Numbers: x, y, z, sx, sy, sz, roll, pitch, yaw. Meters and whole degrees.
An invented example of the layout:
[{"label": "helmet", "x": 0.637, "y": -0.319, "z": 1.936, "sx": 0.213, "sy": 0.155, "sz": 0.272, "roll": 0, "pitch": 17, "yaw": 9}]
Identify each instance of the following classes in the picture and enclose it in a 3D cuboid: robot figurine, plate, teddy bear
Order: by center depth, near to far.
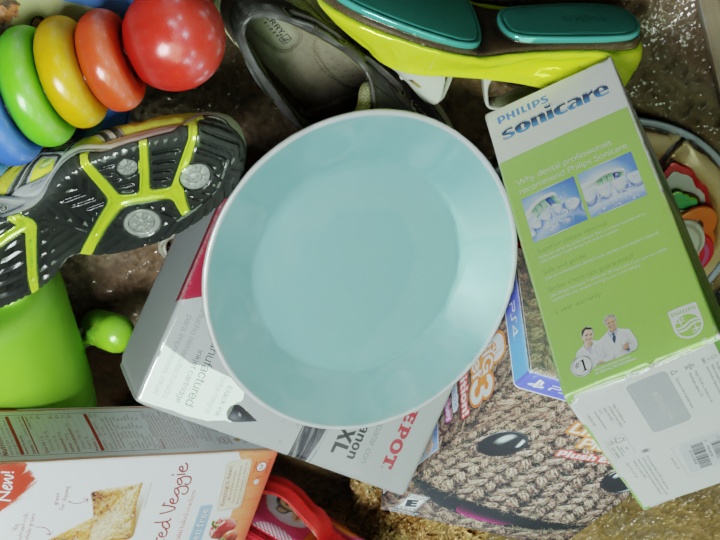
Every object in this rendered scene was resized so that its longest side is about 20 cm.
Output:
[{"label": "plate", "x": 0.000, "y": 0.000, "z": 0.744, "sx": 0.198, "sy": 0.026, "sz": 0.203, "roll": -8, "pitch": 113, "yaw": -18}, {"label": "robot figurine", "x": -0.241, "y": 0.061, "z": 0.821, "sx": 0.174, "sy": 0.116, "sz": 0.202, "roll": -27, "pitch": 135, "yaw": -24}, {"label": "teddy bear", "x": 0.043, "y": 0.205, "z": 1.006, "sx": 0.197, "sy": 0.067, "sz": 0.146, "roll": -7, "pitch": 129, "yaw": 1}]

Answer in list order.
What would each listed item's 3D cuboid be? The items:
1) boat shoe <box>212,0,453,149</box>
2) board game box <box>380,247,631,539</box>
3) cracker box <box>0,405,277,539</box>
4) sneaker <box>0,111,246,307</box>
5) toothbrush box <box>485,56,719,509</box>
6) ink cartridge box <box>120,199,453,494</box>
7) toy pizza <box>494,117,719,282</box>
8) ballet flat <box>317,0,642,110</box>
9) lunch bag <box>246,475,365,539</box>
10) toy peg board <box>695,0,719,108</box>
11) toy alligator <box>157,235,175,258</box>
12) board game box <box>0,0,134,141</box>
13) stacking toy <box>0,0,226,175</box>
[{"label": "boat shoe", "x": -0.011, "y": -0.099, "z": 0.738, "sx": 0.073, "sy": 0.065, "sz": 0.199, "roll": -39, "pitch": 125, "yaw": 24}, {"label": "board game box", "x": 0.126, "y": 0.098, "z": 0.873, "sx": 0.158, "sy": 0.098, "sz": 0.200, "roll": 16, "pitch": 139, "yaw": -22}, {"label": "cracker box", "x": -0.167, "y": 0.160, "z": 0.823, "sx": 0.198, "sy": 0.058, "sz": 0.135, "roll": 3, "pitch": 120, "yaw": -35}, {"label": "sneaker", "x": -0.158, "y": -0.050, "z": 0.696, "sx": 0.198, "sy": 0.077, "sz": 0.076, "roll": -20, "pitch": 135, "yaw": 10}, {"label": "toothbrush box", "x": 0.150, "y": 0.008, "z": 0.701, "sx": 0.085, "sy": 0.201, "sz": 0.146, "roll": -24, "pitch": 138, "yaw": 15}, {"label": "ink cartridge box", "x": -0.034, "y": 0.040, "z": 0.809, "sx": 0.198, "sy": 0.083, "sz": 0.147, "roll": 22, "pitch": 95, "yaw": -22}, {"label": "toy pizza", "x": 0.163, "y": -0.016, "z": 0.849, "sx": 0.197, "sy": 0.032, "sz": 0.202, "roll": -2, "pitch": 131, "yaw": -3}, {"label": "ballet flat", "x": 0.067, "y": -0.126, "z": 0.724, "sx": 0.197, "sy": 0.067, "sz": 0.067, "roll": 5, "pitch": 133, "yaw": -12}, {"label": "lunch bag", "x": -0.073, "y": 0.233, "z": 0.966, "sx": 0.198, "sy": 0.082, "sz": 0.177, "roll": 27, "pitch": 127, "yaw": 10}, {"label": "toy peg board", "x": 0.300, "y": -0.154, "z": 0.699, "sx": 0.197, "sy": 0.098, "sz": 0.201, "roll": -19, "pitch": 129, "yaw": 11}, {"label": "toy alligator", "x": -0.087, "y": 0.055, "z": 0.872, "sx": 0.059, "sy": 0.055, "sz": 0.201, "roll": -22, "pitch": 129, "yaw": 14}, {"label": "board game box", "x": -0.196, "y": -0.131, "z": 0.693, "sx": 0.150, "sy": 0.045, "sz": 0.201, "roll": 11, "pitch": 137, "yaw": -14}, {"label": "stacking toy", "x": -0.164, "y": -0.096, "z": 0.644, "sx": 0.198, "sy": 0.086, "sz": 0.086, "roll": -17, "pitch": 130, "yaw": 10}]
